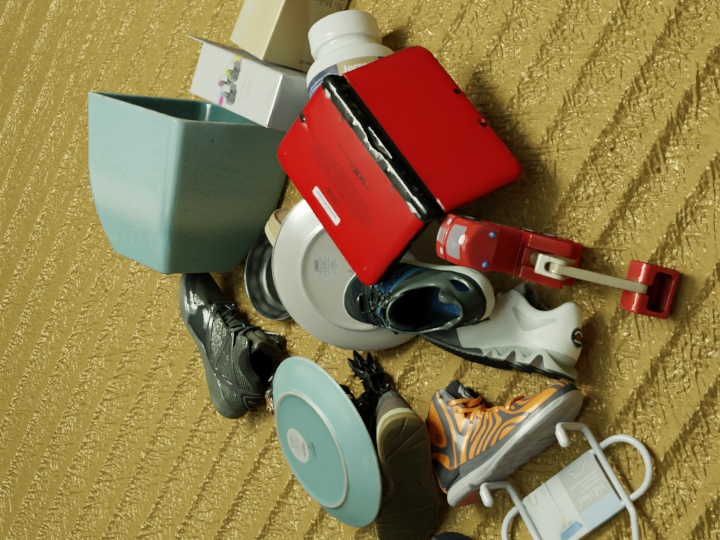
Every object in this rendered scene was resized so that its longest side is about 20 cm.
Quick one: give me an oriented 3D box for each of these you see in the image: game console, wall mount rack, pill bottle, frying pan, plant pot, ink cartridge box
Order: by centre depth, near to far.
[{"bbox_3d":[0.203,0.252,1.192,0.200,0.074,0.174,-45,58,32],"label":"wall mount rack"},{"bbox_3d":[0.036,-0.111,1.291,0.173,0.118,0.200,-52,60,32],"label":"game console"},{"bbox_3d":[0.001,-0.185,1.394,0.111,0.111,0.201,-27,69,38],"label":"pill bottle"},{"bbox_3d":[-0.070,0.001,1.499,0.189,0.031,0.116,-5,83,39],"label":"frying pan"},{"bbox_3d":[-0.124,-0.224,1.513,0.200,0.115,0.068,29,105,42],"label":"ink cartridge box"},{"bbox_3d":[-0.223,-0.105,1.551,0.195,0.196,0.201,21,106,42],"label":"plant pot"}]

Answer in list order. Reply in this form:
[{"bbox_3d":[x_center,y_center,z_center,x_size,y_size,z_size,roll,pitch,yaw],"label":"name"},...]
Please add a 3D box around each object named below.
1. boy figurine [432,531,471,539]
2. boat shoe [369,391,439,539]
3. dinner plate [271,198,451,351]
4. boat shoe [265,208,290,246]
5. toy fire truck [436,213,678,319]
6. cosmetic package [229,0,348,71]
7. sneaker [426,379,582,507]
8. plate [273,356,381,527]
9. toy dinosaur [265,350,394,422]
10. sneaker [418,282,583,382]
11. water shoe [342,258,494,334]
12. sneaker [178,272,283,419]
[{"bbox_3d":[0.083,0.378,1.302,0.124,0.064,0.201,23,99,35],"label":"boy figurine"},{"bbox_3d":[0.046,0.216,1.325,0.065,0.073,0.201,-103,12,-55],"label":"boat shoe"},{"bbox_3d":[0.000,0.000,1.350,0.199,0.024,0.201,2,110,6],"label":"dinner plate"},{"bbox_3d":[-0.030,-0.028,1.430,0.200,0.074,0.069,35,128,30],"label":"boat shoe"},{"bbox_3d":[0.185,-0.006,1.185,0.141,0.199,0.049,-149,71,-70],"label":"toy fire truck"},{"bbox_3d":[-0.067,-0.346,1.478,0.071,0.105,0.201,37,113,38],"label":"cosmetic package"},{"bbox_3d":[0.132,0.148,1.266,0.200,0.077,0.112,-45,59,31],"label":"sneaker"},{"bbox_3d":[-0.046,0.191,1.345,0.200,0.025,0.201,36,137,41],"label":"plate"},{"bbox_3d":[-0.021,0.173,1.416,0.199,0.102,0.136,22,121,7],"label":"toy dinosaur"},{"bbox_3d":[0.147,0.055,1.274,0.199,0.074,0.089,8,78,41],"label":"sneaker"},{"bbox_3d":[0.041,0.028,1.263,0.199,0.079,0.072,-6,101,44],"label":"water shoe"},{"bbox_3d":[-0.157,0.073,1.548,0.114,0.076,0.200,-34,67,34],"label":"sneaker"}]
